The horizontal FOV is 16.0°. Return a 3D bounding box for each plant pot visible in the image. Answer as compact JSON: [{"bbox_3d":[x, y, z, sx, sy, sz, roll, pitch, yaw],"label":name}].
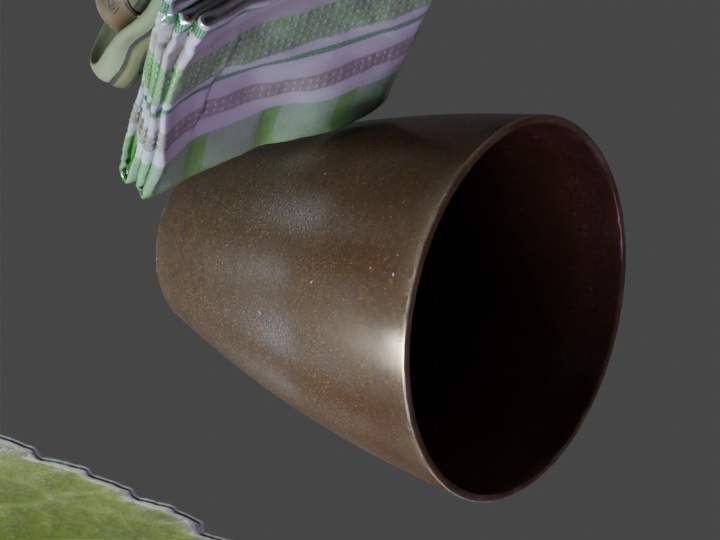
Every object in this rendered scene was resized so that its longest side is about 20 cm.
[{"bbox_3d":[0.000,0.000,1.280,0.199,0.188,0.187,14,158,36],"label":"plant pot"}]

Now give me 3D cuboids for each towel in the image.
[{"bbox_3d":[-0.030,-0.096,1.150,0.148,0.031,0.200,-20,163,-18],"label":"towel"}]

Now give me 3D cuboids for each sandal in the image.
[{"bbox_3d":[-0.095,-0.141,1.140,0.057,0.080,0.201,34,151,-8],"label":"sandal"}]
